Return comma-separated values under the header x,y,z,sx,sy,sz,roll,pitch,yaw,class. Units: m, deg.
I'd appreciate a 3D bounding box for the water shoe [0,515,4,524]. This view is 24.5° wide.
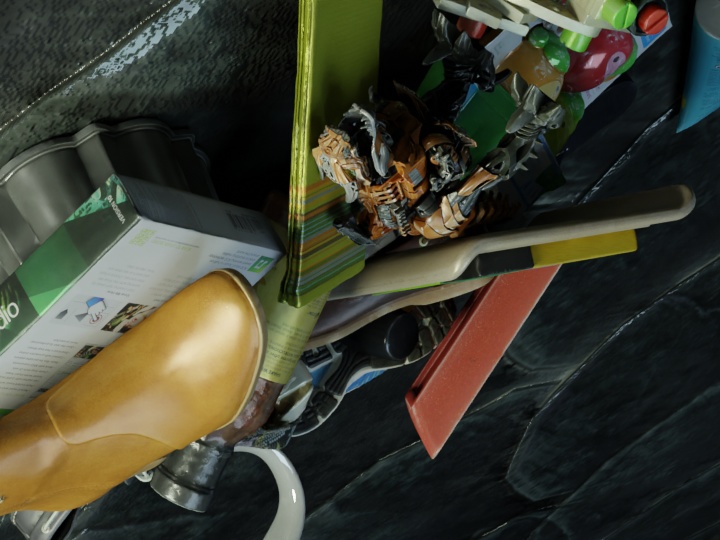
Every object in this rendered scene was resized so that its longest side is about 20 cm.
x,y,z,sx,sy,sz,roll,pitch,yaw,class
-0.258,0.141,1.139,0.199,0.079,0.072,-32,157,-3,water shoe

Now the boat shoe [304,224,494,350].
x,y,z,sx,sy,sz,roll,pitch,yaw,class
0.000,0.000,1.224,0.199,0.070,0.071,-22,118,-3,boat shoe

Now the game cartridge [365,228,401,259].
x,y,z,sx,sy,sz,roll,pitch,yaw,class
-0.043,-0.004,1.119,0.199,0.039,0.130,-34,-175,1,game cartridge

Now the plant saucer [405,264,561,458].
x,y,z,sx,sy,sz,roll,pitch,yaw,class
0.094,0.047,1.304,0.200,0.037,0.200,-57,180,-1,plant saucer

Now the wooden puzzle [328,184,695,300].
x,y,z,sx,sy,sz,roll,pitch,yaw,class
0.095,-0.012,1.099,0.199,0.038,0.185,-15,-178,-31,wooden puzzle

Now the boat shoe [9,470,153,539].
x,y,z,sx,sy,sz,roll,pitch,yaw,class
-0.178,0.144,1.270,0.199,0.063,0.073,-34,155,-2,boat shoe

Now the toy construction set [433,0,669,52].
x,y,z,sx,sy,sz,roll,pitch,yaw,class
0.133,-0.199,0.953,0.130,0.092,0.200,2,140,-38,toy construction set

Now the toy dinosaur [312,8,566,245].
x,y,z,sx,sy,sz,roll,pitch,yaw,class
0.043,-0.068,0.976,0.136,0.102,0.200,-53,170,8,toy dinosaur

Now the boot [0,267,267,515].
x,y,z,sx,sy,sz,roll,pitch,yaw,class
-0.145,0.079,0.890,0.143,0.071,0.201,-16,157,-42,boot

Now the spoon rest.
x,y,z,sx,sy,sz,roll,pitch,yaw,class
-0.111,0.128,1.215,0.099,0.200,0.061,2,-127,55,spoon rest

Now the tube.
x,y,z,sx,sy,sz,roll,pitch,yaw,class
0.283,-0.163,1.298,0.077,0.051,0.200,-29,162,-1,tube

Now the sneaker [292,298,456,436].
x,y,z,sx,sy,sz,roll,pitch,yaw,class
-0.014,0.059,1.336,0.199,0.079,0.090,-32,-176,-18,sneaker

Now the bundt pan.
x,y,z,sx,sy,sz,roll,pitch,yaw,class
-0.163,0.003,0.999,0.201,0.076,0.202,-28,156,-14,bundt pan

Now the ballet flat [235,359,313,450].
x,y,z,sx,sy,sz,roll,pitch,yaw,class
-0.069,0.089,1.162,0.072,0.072,0.200,-38,170,11,ballet flat

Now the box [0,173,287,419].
x,y,z,sx,sy,sz,roll,pitch,yaw,class
-0.153,0.032,0.927,0.200,0.036,0.144,-43,155,17,box

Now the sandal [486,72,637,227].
x,y,z,sx,sy,sz,roll,pitch,yaw,class
0.127,-0.080,1.253,0.200,0.043,0.076,-37,157,9,sandal

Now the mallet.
x,y,z,sx,sy,sz,roll,pitch,yaw,class
0.054,0.003,1.307,0.200,0.066,0.041,-43,130,-40,mallet

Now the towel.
x,y,z,sx,sy,sz,roll,pitch,yaw,class
-0.016,-0.084,0.945,0.086,0.018,0.201,-31,130,-57,towel

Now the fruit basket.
x,y,z,sx,sy,sz,roll,pitch,yaw,class
0.130,-0.127,1.105,0.200,0.094,0.185,-38,157,2,fruit basket

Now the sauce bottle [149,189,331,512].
x,y,z,sx,sy,sz,roll,pitch,yaw,class
-0.071,0.051,1.024,0.201,0.066,0.066,-64,153,1,sauce bottle
